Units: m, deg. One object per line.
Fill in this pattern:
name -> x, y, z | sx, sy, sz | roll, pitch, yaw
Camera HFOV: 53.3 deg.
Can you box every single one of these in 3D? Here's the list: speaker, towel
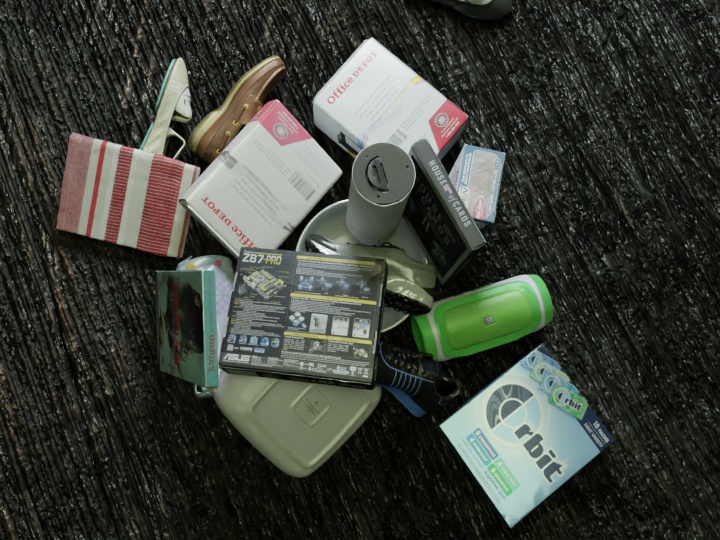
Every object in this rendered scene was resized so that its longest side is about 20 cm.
speaker -> 0.177, 0.070, 1.052 | 0.196, 0.089, 0.090 | -17, 79, -7
speaker -> 0.022, -0.096, 0.952 | 0.079, 0.200, 0.083 | 1, 77, -3
towel -> -0.346, -0.109, 1.068 | 0.196, 0.023, 0.147 | 14, 100, -1

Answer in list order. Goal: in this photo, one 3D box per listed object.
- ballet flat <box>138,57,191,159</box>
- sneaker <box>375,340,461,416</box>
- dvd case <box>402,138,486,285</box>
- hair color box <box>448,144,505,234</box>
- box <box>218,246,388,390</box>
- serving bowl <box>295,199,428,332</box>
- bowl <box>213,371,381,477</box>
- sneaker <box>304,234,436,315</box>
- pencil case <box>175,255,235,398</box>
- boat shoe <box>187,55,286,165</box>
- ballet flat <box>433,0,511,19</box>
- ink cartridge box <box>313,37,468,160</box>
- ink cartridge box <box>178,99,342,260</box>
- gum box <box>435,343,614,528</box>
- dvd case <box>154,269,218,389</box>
ballet flat -> -0.293, -0.224, 1.107 | 0.061, 0.067, 0.204 | 20, 87, -8
sneaker -> 0.060, 0.132, 0.986 | 0.077, 0.199, 0.071 | -30, 41, 26
dvd case -> 0.098, -0.070, 0.951 | 0.024, 0.200, 0.152 | -27, 80, -10
hair color box -> 0.148, -0.091, 1.026 | 0.059, 0.200, 0.102 | 11, 77, -1
box -> -0.070, 0.059, 0.915 | 0.196, 0.049, 0.164 | 4, 73, 8
serving bowl -> 0.000, 0.000, 1.067 | 0.196, 0.066, 0.204 | 1, 77, -2
bowl -> -0.076, 0.171, 0.975 | 0.200, 0.075, 0.201 | -43, 111, -8
sneaker -> 0.015, -0.007, 1.006 | 0.197, 0.074, 0.081 | 23, 68, -4
pencil case -> -0.211, 0.081, 1.027 | 0.089, 0.083, 0.204 | -2, 74, -37
boat shoe -> -0.179, -0.243, 1.112 | 0.067, 0.072, 0.201 | 41, 85, 1
ballet flat -> 0.159, -0.466, 1.177 | 0.196, 0.068, 0.069 | 14, 76, 0
ink cartridge box -> 0.043, -0.234, 1.112 | 0.199, 0.083, 0.146 | 40, 79, 6
ink cartridge box -> -0.148, -0.123, 1.051 | 0.147, 0.083, 0.201 | 45, 77, -20
gum box -> 0.236, 0.235, 1.038 | 0.199, 0.045, 0.171 | -36, 81, -9
dvd case -> -0.237, 0.073, 0.965 | 0.022, 0.199, 0.149 | -2, 92, -31
